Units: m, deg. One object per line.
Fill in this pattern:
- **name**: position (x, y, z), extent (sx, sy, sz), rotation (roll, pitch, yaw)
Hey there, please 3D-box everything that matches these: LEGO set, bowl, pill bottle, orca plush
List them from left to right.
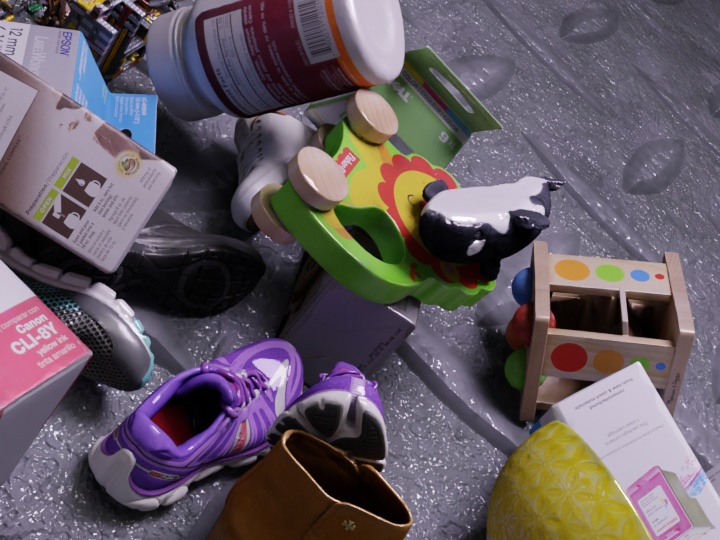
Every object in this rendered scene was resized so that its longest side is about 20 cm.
- **LEGO set**: position (-0.245, -0.238, 0.982), extent (0.154, 0.116, 0.200), rotation (43, 34, 4)
- **pill bottle**: position (-0.073, -0.193, 0.938), extent (0.114, 0.199, 0.115), rotation (34, 51, -58)
- **orca plush**: position (0.100, -0.031, 0.894), extent (0.105, 0.072, 0.200), rotation (14, 20, 13)
- **bowl**: position (0.148, 0.226, 0.836), extent (0.107, 0.200, 0.201), rotation (-26, 64, -8)

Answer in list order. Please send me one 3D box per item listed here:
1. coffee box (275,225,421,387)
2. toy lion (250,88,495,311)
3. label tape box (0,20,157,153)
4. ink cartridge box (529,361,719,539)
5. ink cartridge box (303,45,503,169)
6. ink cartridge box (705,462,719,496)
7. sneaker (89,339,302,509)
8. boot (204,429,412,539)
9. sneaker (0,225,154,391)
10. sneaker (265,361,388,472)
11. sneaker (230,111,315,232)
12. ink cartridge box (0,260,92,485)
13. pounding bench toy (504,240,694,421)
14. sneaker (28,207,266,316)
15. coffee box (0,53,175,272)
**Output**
- **coffee box**: position (0.000, 0.000, 0.959), extent (0.080, 0.113, 0.200), rotation (32, 35, -12)
- **toy lion**: position (0.029, -0.039, 0.885), extent (0.192, 0.069, 0.200), rotation (46, 34, -7)
- **label tape box**: position (-0.254, -0.124, 0.845), extent (0.199, 0.066, 0.144), rotation (4, 45, -11)
- **ink cartridge box**: position (0.228, 0.192, 0.905), extent (0.084, 0.145, 0.201), rotation (-25, 75, -6)
- **ink cartridge box**: position (0.033, -0.138, 1.024), extent (0.104, 0.200, 0.059), rotation (45, 75, -19)
- **ink cartridge box**: position (0.379, 0.295, 1.018), extent (0.145, 0.088, 0.201), rotation (28, 39, -19)
- **sneaker**: position (-0.095, 0.096, 0.777), extent (0.081, 0.084, 0.200), rotation (46, 34, 8)
- **boot**: position (-0.003, 0.201, 0.709), extent (0.201, 0.144, 0.071), rotation (40, 36, -2)
- **sneaker**: position (-0.236, 0.034, 0.747), extent (0.199, 0.078, 0.091), rotation (31, 44, -1)
- **sneaker**: position (-0.019, 0.098, 0.772), extent (0.080, 0.200, 0.084), rotation (14, 72, -2)
- **sneaker**: position (-0.094, -0.097, 1.020), extent (0.084, 0.073, 0.200), rotation (36, 24, -2)
- **ink cartridge box**: position (-0.273, 0.035, 0.635), extent (0.200, 0.145, 0.083), rotation (44, 34, 5)
- **pounding bench toy**: position (0.215, 0.092, 1.065), extent (0.155, 0.201, 0.125), rotation (5, 36, 5)
- **sneaker**: position (-0.163, -0.021, 0.867), extent (0.199, 0.076, 0.091), rotation (10, 39, -39)
- **coffee box**: position (-0.224, -0.084, 0.713), extent (0.199, 0.080, 0.113), rotation (33, -6, -10)
